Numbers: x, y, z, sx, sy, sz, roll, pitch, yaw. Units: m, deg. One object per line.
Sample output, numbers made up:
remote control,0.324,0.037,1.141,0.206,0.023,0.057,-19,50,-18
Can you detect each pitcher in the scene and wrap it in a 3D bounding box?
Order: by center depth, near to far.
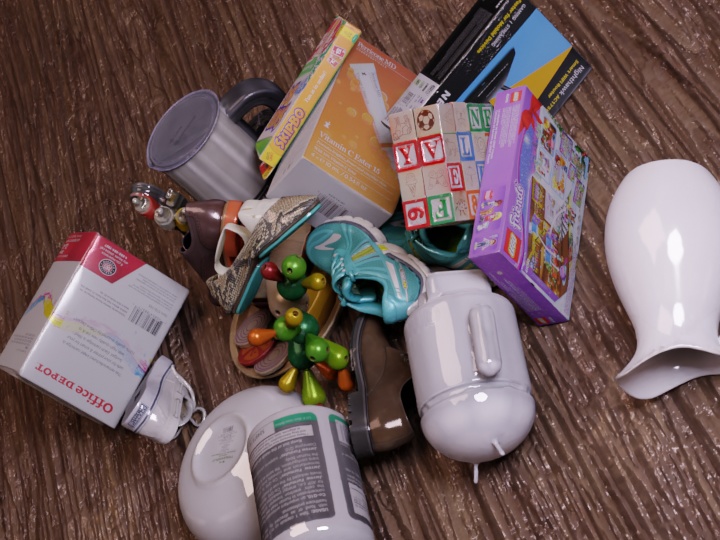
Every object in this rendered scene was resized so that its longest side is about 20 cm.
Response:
pitcher,0.308,0.003,1.447,0.170,0.121,0.202,-8,64,18

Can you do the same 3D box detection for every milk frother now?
milk frother,-0.165,-0.155,1.994,0.199,0.188,0.181,24,75,50

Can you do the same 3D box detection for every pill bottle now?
pill bottle,-0.047,0.247,1.607,0.113,0.113,0.201,-33,47,23

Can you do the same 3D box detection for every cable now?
cable,-0.229,-0.054,1.974,0.096,0.200,0.051,15,72,16

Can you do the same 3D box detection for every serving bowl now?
serving bowl,-0.135,0.211,1.774,0.199,0.066,0.201,-28,43,29

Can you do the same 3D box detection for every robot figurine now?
robot figurine,0.106,0.100,1.552,0.112,0.170,0.202,-6,62,-9

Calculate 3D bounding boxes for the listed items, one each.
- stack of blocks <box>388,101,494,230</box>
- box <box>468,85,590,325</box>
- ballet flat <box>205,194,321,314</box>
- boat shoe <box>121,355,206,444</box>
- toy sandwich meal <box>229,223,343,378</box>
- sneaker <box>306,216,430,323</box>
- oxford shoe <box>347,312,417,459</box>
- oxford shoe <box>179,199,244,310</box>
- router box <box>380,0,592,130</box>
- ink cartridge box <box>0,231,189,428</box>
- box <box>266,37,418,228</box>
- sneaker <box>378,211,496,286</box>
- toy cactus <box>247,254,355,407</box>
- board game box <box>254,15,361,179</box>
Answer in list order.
stack of blocks,0.112,-0.107,1.621,0.058,0.199,0.116,-10,89,33
box,0.173,-0.065,1.609,0.039,0.137,0.202,-12,52,35
ballet flat,-0.121,-0.032,1.797,0.200,0.075,0.068,-52,-6,38
boat shoe,-0.227,0.163,1.908,0.075,0.086,0.202,-54,8,5
toy sandwich meal,-0.095,0.028,1.873,0.204,0.070,0.207,-27,44,30
sneaker,0.000,0.000,1.720,0.079,0.078,0.199,-22,32,-30
oxford shoe,0.032,0.114,1.688,0.084,0.073,0.201,-11,44,8
oxford shoe,-0.178,-0.023,1.914,0.072,0.201,0.072,9,54,1
router box,0.139,-0.192,1.737,0.200,0.149,0.051,-51,37,2
ink cartridge box,-0.340,0.074,2.012,0.201,0.145,0.144,-61,23,-12
box,-0.007,-0.147,1.831,0.097,0.124,0.201,-41,23,51
sneaker,0.081,-0.039,1.733,0.199,0.080,0.078,13,70,52
toy cactus,-0.075,0.059,1.733,0.102,0.201,0.165,-24,35,-5
board game box,-0.067,-0.199,1.838,0.201,0.030,0.096,-59,13,8
